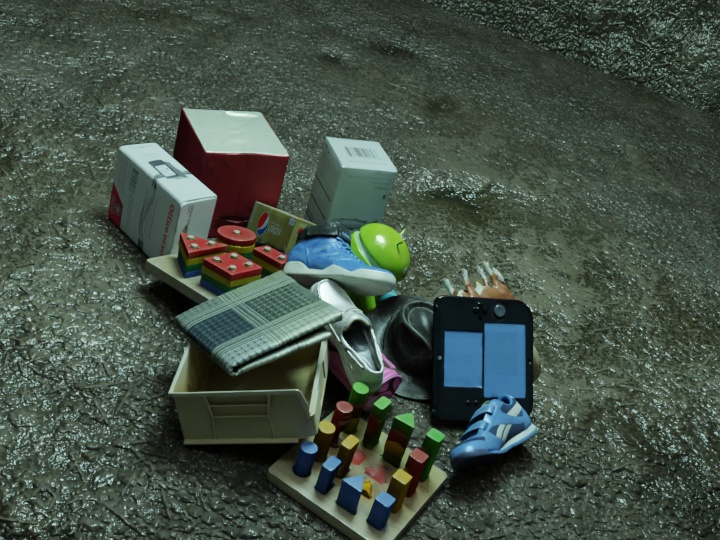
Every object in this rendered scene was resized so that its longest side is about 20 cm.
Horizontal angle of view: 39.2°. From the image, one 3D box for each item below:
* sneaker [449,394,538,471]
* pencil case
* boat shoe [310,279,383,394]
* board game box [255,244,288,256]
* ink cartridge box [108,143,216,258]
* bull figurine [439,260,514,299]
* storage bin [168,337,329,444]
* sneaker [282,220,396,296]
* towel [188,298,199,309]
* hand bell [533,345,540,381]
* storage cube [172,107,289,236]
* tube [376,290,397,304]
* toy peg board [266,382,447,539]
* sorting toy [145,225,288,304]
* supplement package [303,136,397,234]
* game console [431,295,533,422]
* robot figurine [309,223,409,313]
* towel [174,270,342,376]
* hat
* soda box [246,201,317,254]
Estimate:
[{"bbox_3d":[0.191,0.248,1.547,0.199,0.074,0.083,-14,74,-51],"label":"sneaker"},{"bbox_3d":[-0.028,0.131,1.595,0.200,0.091,0.093,43,25,15],"label":"pencil case"},{"bbox_3d":[-0.013,0.087,1.537,0.070,0.070,0.201,-16,62,-28],"label":"boat shoe"},{"bbox_3d":[-0.113,0.001,1.846,0.198,0.033,0.120,4,30,-21],"label":"board game box"},{"bbox_3d":[-0.352,-0.112,1.784,0.083,0.147,0.200,-14,43,-44],"label":"ink cartridge box"},{"bbox_3d":[0.216,0.055,1.873,0.199,0.065,0.122,-16,77,-53],"label":"bull figurine"},{"bbox_3d":[-0.153,0.152,1.467,0.196,0.095,0.201,-2,29,6],"label":"storage bin"},{"bbox_3d":[-0.025,-0.026,1.625,0.198,0.077,0.112,4,66,31],"label":"sneaker"},{"bbox_3d":[-0.182,0.075,1.673,0.198,0.049,0.112,3,34,-21],"label":"towel"},{"bbox_3d":[0.197,0.184,1.680,0.199,0.105,0.104,-27,51,-34],"label":"hand bell"},{"bbox_3d":[-0.256,-0.187,1.917,0.169,0.181,0.201,-1,37,-27],"label":"storage cube"},{"bbox_3d":[0.046,0.058,1.822,0.077,0.051,0.200,21,22,-34],"label":"tube"},{"bbox_3d":[0.008,0.263,1.429,0.199,0.099,0.199,30,33,19],"label":"toy peg board"},{"bbox_3d":[-0.219,-0.011,1.687,0.198,0.070,0.199,28,26,34],"label":"sorting toy"},{"bbox_3d":[-0.024,-0.135,1.932,0.116,0.202,0.118,2,34,-24],"label":"supplement package"},{"bbox_3d":[0.198,0.145,1.636,0.175,0.203,0.031,5,-9,-21],"label":"game console"},{"bbox_3d":[0.000,0.000,1.731,0.116,0.199,0.176,48,16,-12],"label":"robot figurine"},{"bbox_3d":[-0.148,0.076,1.484,0.198,0.035,0.192,-24,32,-26],"label":"towel"},{"bbox_3d":[0.104,0.110,1.674,0.198,0.081,0.203,11,55,-15],"label":"hat"},{"bbox_3d":[-0.134,-0.069,1.797,0.067,0.065,0.200,19,3,-30],"label":"soda box"}]
